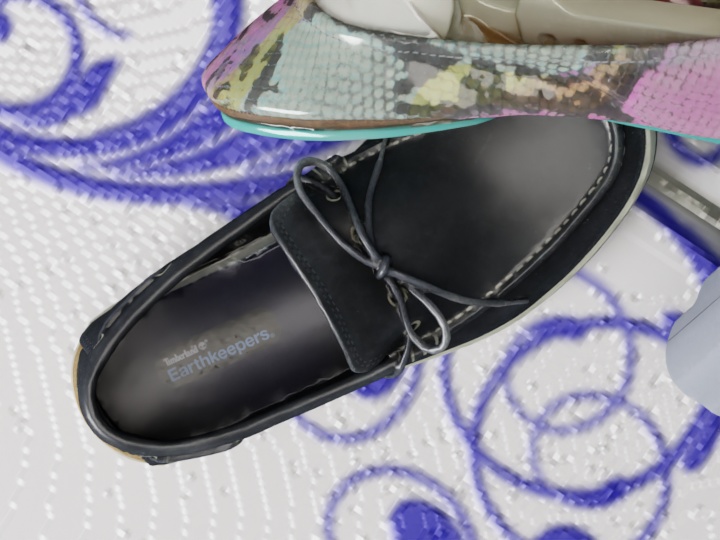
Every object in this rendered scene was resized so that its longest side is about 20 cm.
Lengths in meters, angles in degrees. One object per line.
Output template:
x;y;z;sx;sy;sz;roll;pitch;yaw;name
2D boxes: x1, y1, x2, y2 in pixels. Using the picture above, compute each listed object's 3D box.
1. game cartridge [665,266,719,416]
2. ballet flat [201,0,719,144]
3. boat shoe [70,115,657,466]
0.198;0.034;0.727;0.200;0.133;0.042;21;69;-7;game cartridge
0.050;-0.073;0.743;0.200;0.069;0.071;5;126;17;ballet flat
0.000;0.000;0.790;0.200;0.062;0.075;-29;92;7;boat shoe
